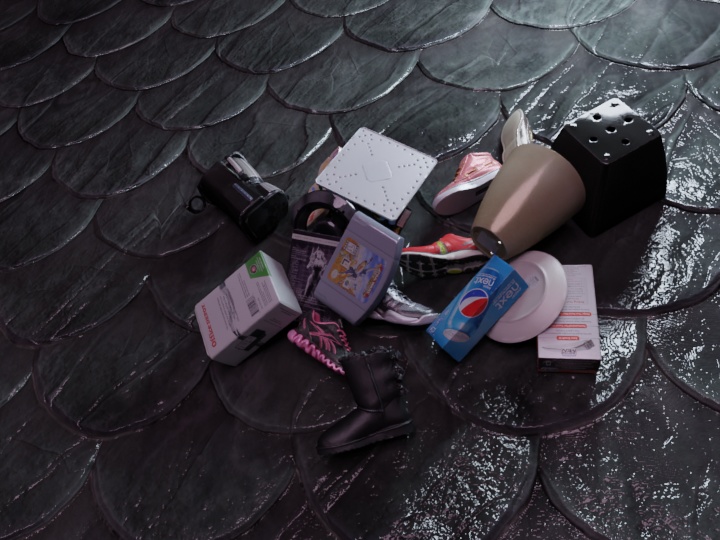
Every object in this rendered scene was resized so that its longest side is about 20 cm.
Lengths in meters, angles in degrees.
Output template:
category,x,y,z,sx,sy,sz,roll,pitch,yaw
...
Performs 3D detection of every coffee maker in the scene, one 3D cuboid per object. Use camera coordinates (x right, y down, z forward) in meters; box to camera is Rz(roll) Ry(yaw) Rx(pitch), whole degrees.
category,x,y,z,sx,sy,sz,roll,pitch,yaw
coffee maker,-0.297,-0.162,1.421,0.200,0.134,0.193,42,98,33

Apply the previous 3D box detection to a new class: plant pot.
category,x,y,z,sx,sy,sz,roll,pitch,yaw
plant pot,0.319,-0.120,1.183,0.187,0.188,0.200,34,70,30
plant pot,0.512,-0.230,1.216,0.198,0.178,0.201,-28,56,-5

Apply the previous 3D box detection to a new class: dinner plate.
category,x,y,z,sx,sy,sz,roll,pitch,yaw
dinner plate,0.303,0.044,1.130,0.199,0.024,0.202,-25,46,28

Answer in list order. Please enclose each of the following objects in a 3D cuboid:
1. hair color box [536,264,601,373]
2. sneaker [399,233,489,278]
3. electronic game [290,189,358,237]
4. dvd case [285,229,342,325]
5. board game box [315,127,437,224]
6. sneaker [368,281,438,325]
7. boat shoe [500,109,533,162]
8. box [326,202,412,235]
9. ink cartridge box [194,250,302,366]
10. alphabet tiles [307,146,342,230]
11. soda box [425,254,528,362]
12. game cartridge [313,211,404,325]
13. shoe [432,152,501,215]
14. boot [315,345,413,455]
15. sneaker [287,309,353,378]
category,x,y,z,sx,sy,sz,roll,pitch,yaw
hair color box,0.389,0.089,1.106,0.109,0.064,0.202,0,56,15
sneaker,0.175,-0.038,1.246,0.197,0.077,0.086,-2,51,0
electronic game,-0.068,-0.077,1.260,0.198,0.202,0.042,18,34,24
dvd case,-0.095,0.023,1.235,0.147,0.016,0.203,11,94,24
board game box,0.036,-0.208,1.258,0.198,0.026,0.201,27,60,16
sneaker,0.067,0.044,1.183,0.198,0.075,0.115,10,95,24
boat shoe,0.376,-0.306,1.371,0.059,0.072,0.201,29,45,-15
box,-0.001,-0.115,1.307,0.199,0.046,0.160,36,101,31
ink cartridge box,-0.239,0.083,1.222,0.199,0.083,0.147,-37,54,13
alphabet tiles,-0.086,-0.193,1.361,0.195,0.014,0.202,-34,38,49
soda box,0.223,0.073,1.113,0.200,0.068,0.064,-49,39,3
game cartridge,0.000,0.000,1.162,0.133,0.041,0.202,33,102,28
shoe,0.238,-0.202,1.335,0.198,0.072,0.091,-25,53,-10
boot,-0.003,0.234,1.065,0.196,0.073,0.165,-15,85,-3
sneaker,-0.053,0.146,1.165,0.199,0.079,0.096,30,78,27
